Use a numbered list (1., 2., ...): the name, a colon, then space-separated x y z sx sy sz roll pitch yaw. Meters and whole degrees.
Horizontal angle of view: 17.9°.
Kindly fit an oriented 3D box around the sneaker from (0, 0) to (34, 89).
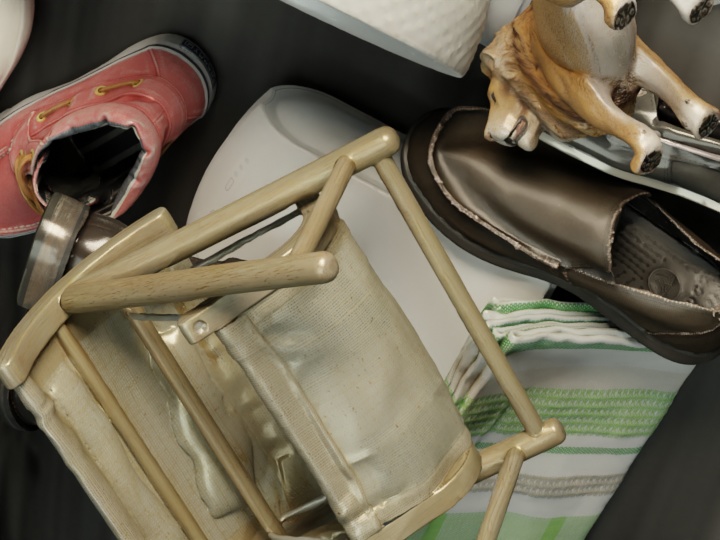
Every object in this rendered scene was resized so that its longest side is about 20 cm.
1. sneaker: -0.234 -0.111 1.250 0.072 0.085 0.201 22 112 13

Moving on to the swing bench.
1. swing bench: -0.037 0.067 1.126 0.199 0.130 0.200 -18 116 28

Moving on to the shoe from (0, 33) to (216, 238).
1. shoe: -0.170 -0.058 1.270 0.199 0.091 0.072 -28 108 34

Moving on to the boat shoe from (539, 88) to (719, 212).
1. boat shoe: 0.170 -0.065 1.142 0.199 0.067 0.057 25 112 4

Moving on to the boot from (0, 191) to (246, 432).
1. boot: -0.103 0.048 1.242 0.173 0.070 0.200 19 142 -1

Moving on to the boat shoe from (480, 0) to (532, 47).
1. boat shoe: 0.113 -0.182 1.092 0.062 0.072 0.200 16 136 -12

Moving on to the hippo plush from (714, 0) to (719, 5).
1. hippo plush: 0.205 -0.137 1.013 0.200 0.161 0.159 -34 104 36

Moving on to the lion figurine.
1. lion figurine: 0.098 -0.116 1.028 0.122 0.072 0.201 44 159 30

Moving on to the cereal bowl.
1. cereal bowl: -0.024 -0.171 1.090 0.199 0.200 0.084 25 94 6

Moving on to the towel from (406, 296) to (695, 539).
1. towel: 0.098 0.095 1.243 0.148 0.031 0.201 2 133 -26

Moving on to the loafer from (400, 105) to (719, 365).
1. loafer: 0.115 -0.028 1.153 0.199 0.073 0.071 28 157 -5

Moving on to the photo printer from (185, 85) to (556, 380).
1. photo printer: 0.000 0.000 1.249 0.199 0.070 0.167 28 128 3
